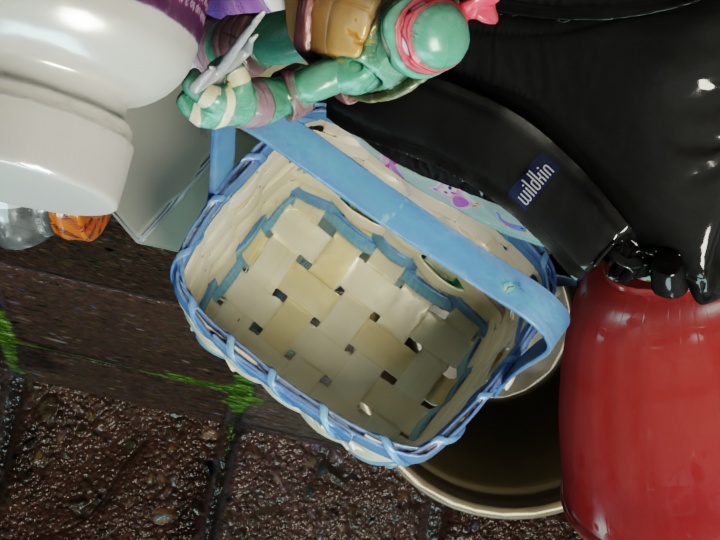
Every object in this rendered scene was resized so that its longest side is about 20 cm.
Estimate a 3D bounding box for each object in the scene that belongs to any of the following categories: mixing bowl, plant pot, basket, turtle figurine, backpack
[{"bbox_3d":[0.167,0.029,1.285,0.200,0.200,0.109,2,122,44],"label":"mixing bowl"},{"bbox_3d":[0.089,0.043,1.832,0.199,0.201,0.174,13,-175,-5],"label":"plant pot"},{"bbox_3d":[0.000,0.000,1.324,0.176,0.139,0.200,36,166,1],"label":"basket"},{"bbox_3d":[-0.015,-0.108,1.158,0.101,0.150,0.200,40,168,-30],"label":"turtle figurine"},{"bbox_3d":[0.086,-0.076,1.228,0.199,0.167,0.127,16,172,27],"label":"backpack"}]

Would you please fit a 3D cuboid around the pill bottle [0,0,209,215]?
[{"bbox_3d":[-0.104,-0.126,1.037,0.112,0.201,0.112,12,170,2],"label":"pill bottle"}]

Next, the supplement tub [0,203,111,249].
[{"bbox_3d":[-0.240,-0.081,1.670,0.199,0.123,0.123,11,170,10],"label":"supplement tub"}]

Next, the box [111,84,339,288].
[{"bbox_3d":[-0.055,-0.049,1.490,0.068,0.082,0.200,49,-165,25],"label":"box"}]

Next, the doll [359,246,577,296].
[{"bbox_3d":[0.079,-0.019,1.419,0.199,0.049,0.136,-5,149,28],"label":"doll"}]

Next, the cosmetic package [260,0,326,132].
[{"bbox_3d":[0.011,-0.100,1.404,0.200,0.071,0.105,21,166,-40],"label":"cosmetic package"}]

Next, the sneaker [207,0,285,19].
[{"bbox_3d":[-0.124,-0.133,1.257,0.200,0.089,0.080,31,160,-29],"label":"sneaker"}]
